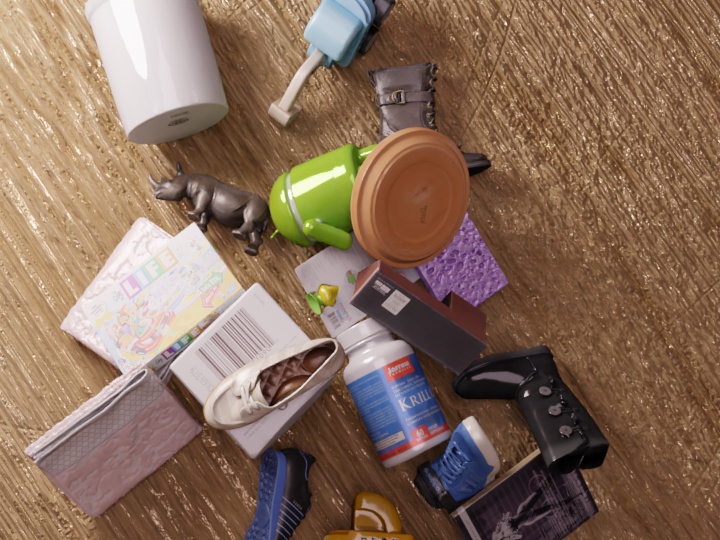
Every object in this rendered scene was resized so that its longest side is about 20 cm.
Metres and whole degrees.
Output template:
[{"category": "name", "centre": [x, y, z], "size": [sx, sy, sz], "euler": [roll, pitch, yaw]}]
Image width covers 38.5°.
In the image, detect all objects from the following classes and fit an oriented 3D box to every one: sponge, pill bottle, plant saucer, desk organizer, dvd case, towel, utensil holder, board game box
[{"category": "sponge", "centre": [0.129, -0.033, 1.551], "size": [0.111, 0.030, 0.202], "euler": [-33, 98, -10]}, {"category": "pill bottle", "centre": [0.042, 0.170, 1.489], "size": [0.111, 0.112, 0.202], "euler": [-25, 83, -8]}, {"category": "plant saucer", "centre": [0.077, -0.100, 1.465], "size": [0.198, 0.032, 0.204], "euler": [-12, 114, -29]}, {"category": "desk organizer", "centre": [0.087, 0.055, 1.485], "size": [0.199, 0.077, 0.072], "euler": [34, 122, -14]}, {"category": "dvd case", "centre": [0.240, 0.350, 1.493], "size": [0.199, 0.016, 0.150], "euler": [-34, 113, -11]}, {"category": "towel", "centre": [-0.307, 0.048, 1.489], "size": [0.189, 0.032, 0.201], "euler": [31, 77, 19]}, {"category": "towel", "centre": [-0.332, 0.237, 1.419], "size": [0.199, 0.192, 0.032], "euler": [-38, 52, -10]}, {"category": "utensil holder", "centre": [-0.295, -0.308, 1.515], "size": [0.167, 0.170, 0.203], "euler": [-17, 85, -8]}, {"category": "board game box", "centre": [-0.272, 0.045, 1.436], "size": [0.199, 0.034, 0.135], "euler": [-38, 64, -6]}]

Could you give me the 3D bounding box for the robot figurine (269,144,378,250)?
[{"category": "robot figurine", "centre": [-0.046, -0.108, 1.502], "size": [0.197, 0.116, 0.177], "euler": [-22, 38, 16]}]

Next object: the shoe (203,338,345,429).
[{"category": "shoe", "centre": [-0.110, 0.138, 1.307], "size": [0.198, 0.053, 0.071], "euler": [-28, 82, -9]}]

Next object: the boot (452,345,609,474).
[{"category": "boot", "centre": [0.239, 0.208, 1.473], "size": [0.162, 0.066, 0.201], "euler": [-17, 48, -7]}]

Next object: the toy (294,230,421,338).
[{"category": "toy", "centre": [0.000, 0.000, 1.540], "size": [0.199, 0.047, 0.116], "euler": [-34, 99, -27]}]

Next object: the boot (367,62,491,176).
[{"category": "boot", "centre": [0.105, -0.235, 1.585], "size": [0.196, 0.069, 0.177], "euler": [3, 81, -2]}]

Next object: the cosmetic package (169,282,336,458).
[{"category": "cosmetic package", "centre": [-0.145, 0.146, 1.433], "size": [0.165, 0.200, 0.165], "euler": [-44, 85, -10]}]

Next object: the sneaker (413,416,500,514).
[{"category": "sneaker", "centre": [0.129, 0.279, 1.439], "size": [0.110, 0.201, 0.077], "euler": [-27, 64, -9]}]

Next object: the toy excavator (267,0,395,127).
[{"category": "toy excavator", "centre": [-0.058, -0.335, 1.563], "size": [0.099, 0.195, 0.201], "euler": [36, 51, 2]}]

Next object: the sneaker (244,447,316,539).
[{"category": "sneaker", "centre": [-0.111, 0.354, 1.469], "size": [0.077, 0.070, 0.204], "euler": [9, 96, -36]}]

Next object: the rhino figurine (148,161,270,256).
[{"category": "rhino figurine", "centre": [-0.226, -0.101, 1.537], "size": [0.197, 0.060, 0.088], "euler": [24, 60, 0]}]

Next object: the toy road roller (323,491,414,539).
[{"category": "toy road roller", "centre": [0.045, 0.393, 1.452], "size": [0.196, 0.123, 0.148], "euler": [5, 69, -3]}]
